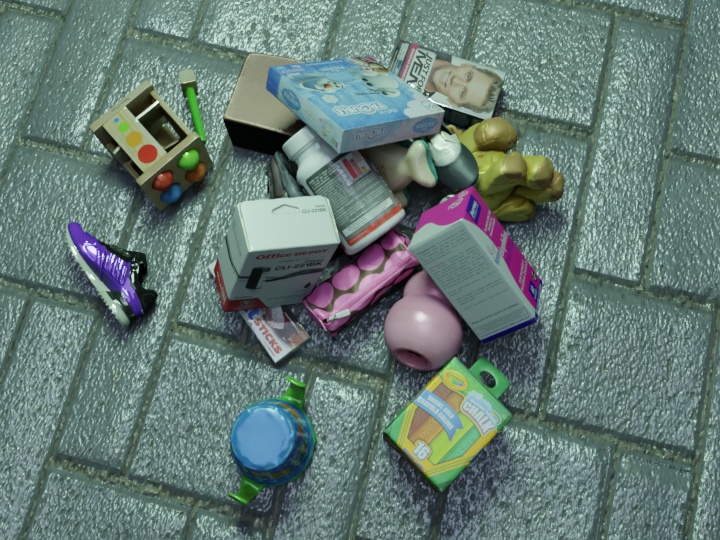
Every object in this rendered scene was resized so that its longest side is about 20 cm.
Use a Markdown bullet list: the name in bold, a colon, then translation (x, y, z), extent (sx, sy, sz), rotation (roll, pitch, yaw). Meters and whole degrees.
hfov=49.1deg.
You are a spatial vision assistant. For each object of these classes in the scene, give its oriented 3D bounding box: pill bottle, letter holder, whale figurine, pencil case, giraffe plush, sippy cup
- **pill bottle**: translation (-0.028, -0.136, 1.230), extent (0.115, 0.116, 0.201), rotation (-35, 94, -8)
- **letter holder**: translation (-0.114, -0.274, 1.352), extent (0.198, 0.101, 0.143), rotation (15, 74, 5)
- **whale figurine**: translation (0.058, -0.182, 1.282), extent (0.103, 0.199, 0.160), rotation (-35, 115, -31)
- **pencil case**: translation (0.007, 0.020, 1.246), extent (0.200, 0.094, 0.091), rotation (-41, 96, -1)
- **giraffe plush**: translation (0.219, -0.178, 1.306), extent (0.199, 0.172, 0.164), rotation (-22, 60, 31)
- **sippy cup**: translation (-0.140, 0.256, 1.192), extent (0.138, 0.130, 0.180), rotation (-10, 75, 0)

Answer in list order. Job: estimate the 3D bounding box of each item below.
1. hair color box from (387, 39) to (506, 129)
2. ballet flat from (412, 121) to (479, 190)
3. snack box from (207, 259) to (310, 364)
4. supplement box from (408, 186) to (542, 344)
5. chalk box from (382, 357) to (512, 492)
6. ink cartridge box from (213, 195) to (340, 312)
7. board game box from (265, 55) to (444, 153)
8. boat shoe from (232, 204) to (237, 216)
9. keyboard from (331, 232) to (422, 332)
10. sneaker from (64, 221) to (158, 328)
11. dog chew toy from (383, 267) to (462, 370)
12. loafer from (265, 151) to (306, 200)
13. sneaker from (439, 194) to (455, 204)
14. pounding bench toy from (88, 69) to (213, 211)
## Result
- **hair color box**: translation (0.143, -0.321, 1.376), extent (0.198, 0.061, 0.101), rotation (19, 77, 6)
- **ballet flat**: translation (0.123, -0.201, 1.259), extent (0.072, 0.073, 0.201), rotation (-21, 43, -4)
- **snack box**: translation (-0.167, 0.054, 1.302), extent (0.072, 0.024, 0.201), rotation (-35, 77, -9)
- **supplement box**: translation (0.175, -0.006, 1.176), extent (0.200, 0.103, 0.102), rotation (49, 35, -19)
- **chalk box**: translation (0.144, 0.220, 1.197), extent (0.125, 0.124, 0.200), rotation (43, 80, 11)
- **ink cartridge box**: translation (-0.132, -0.022, 1.207), extent (0.143, 0.200, 0.084), rotation (-7, 63, -24)
- **board game box**: translation (-0.008, -0.261, 1.206), extent (0.199, 0.044, 0.199), rotation (-18, 49, -36)
- **boat shoe**: translation (-0.119, -0.067, 1.314), extent (0.198, 0.071, 0.064), rotation (4, 75, 10)
- **keyboard**: translation (0.000, 0.000, 1.314), extent (0.199, 0.021, 0.127), rotation (-36, 77, -8)
- **sneaker**: translation (-0.407, -0.009, 1.309), extent (0.099, 0.070, 0.201), rotation (-34, 81, -14)
- **dog chew toy**: translation (0.115, 0.055, 1.247), extent (0.123, 0.125, 0.201), rotation (20, 62, 7)
- **loafer**: translation (-0.133, -0.138, 1.283), extent (0.063, 0.200, 0.072), rotation (-35, 116, 5)
- **sneaker**: translation (0.192, -0.044, 1.264), extent (0.074, 0.087, 0.200), rotation (-32, 110, 27)
- **pounding bench toy**: translation (-0.315, -0.226, 1.330), extent (0.200, 0.124, 0.156), rotation (-42, 78, -9)
